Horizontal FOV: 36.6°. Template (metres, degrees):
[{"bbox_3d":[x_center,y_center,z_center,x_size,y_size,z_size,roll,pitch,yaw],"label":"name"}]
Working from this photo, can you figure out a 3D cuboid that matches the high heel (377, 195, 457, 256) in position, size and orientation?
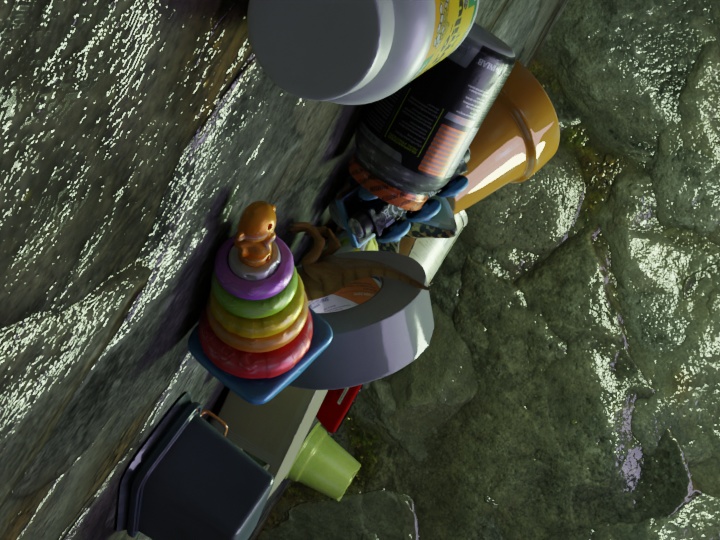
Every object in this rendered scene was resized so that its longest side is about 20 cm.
[{"bbox_3d":[0.079,-0.037,1.434,0.071,0.199,0.145,-28,122,-21],"label":"high heel"}]

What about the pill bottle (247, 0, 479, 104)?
[{"bbox_3d":[0.004,-0.170,0.696,0.114,0.112,0.200,-61,174,26],"label":"pill bottle"}]

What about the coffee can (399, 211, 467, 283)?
[{"bbox_3d":[0.049,-0.029,1.611,0.202,0.145,0.147,-57,174,-16],"label":"coffee can"}]

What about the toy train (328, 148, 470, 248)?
[{"bbox_3d":[0.046,-0.104,1.339,0.199,0.088,0.113,-37,-152,-27],"label":"toy train"}]

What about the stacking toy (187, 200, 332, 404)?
[{"bbox_3d":[-0.092,0.010,0.952,0.116,0.109,0.202,-41,155,-29],"label":"stacking toy"}]

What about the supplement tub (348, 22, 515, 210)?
[{"bbox_3d":[0.072,-0.175,1.185,0.202,0.121,0.123,-60,174,20],"label":"supplement tub"}]

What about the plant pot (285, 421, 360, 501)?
[{"bbox_3d":[-0.105,0.593,3.299,0.202,0.182,0.201,-57,174,-10],"label":"plant pot"}]

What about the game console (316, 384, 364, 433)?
[{"bbox_3d":[-0.034,0.215,2.337,0.118,0.172,0.202,-7,134,-47],"label":"game console"}]

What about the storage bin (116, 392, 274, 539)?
[{"bbox_3d":[-0.173,0.244,1.206,0.146,0.133,0.201,-54,174,-34],"label":"storage bin"}]

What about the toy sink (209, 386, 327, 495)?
[{"bbox_3d":[-0.119,0.178,1.436,0.203,0.111,0.130,-65,173,14],"label":"toy sink"}]

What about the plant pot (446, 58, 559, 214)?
[{"bbox_3d":[0.144,-0.177,1.507,0.183,0.200,0.201,-43,169,-22],"label":"plant pot"}]

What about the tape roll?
[{"bbox_3d":[-0.019,0.051,1.200,0.201,0.197,0.067,-50,135,-54],"label":"tape roll"}]

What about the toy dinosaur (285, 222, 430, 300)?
[{"bbox_3d":[-0.033,0.001,1.174,0.196,0.108,0.060,-15,167,-2],"label":"toy dinosaur"}]

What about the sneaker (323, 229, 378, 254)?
[{"bbox_3d":[0.000,0.000,1.425,0.075,0.107,0.200,-24,-172,6],"label":"sneaker"}]
